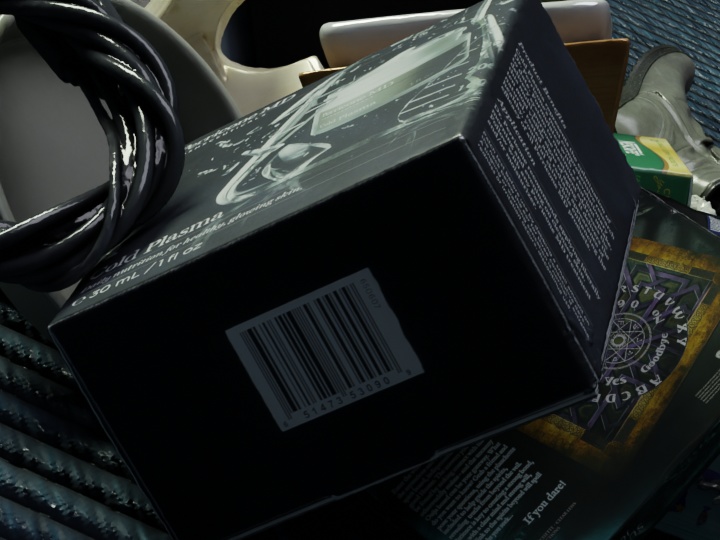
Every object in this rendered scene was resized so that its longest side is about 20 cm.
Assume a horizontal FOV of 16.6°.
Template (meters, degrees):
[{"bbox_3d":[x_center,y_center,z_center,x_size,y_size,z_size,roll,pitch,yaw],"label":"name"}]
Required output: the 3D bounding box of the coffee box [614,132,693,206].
[{"bbox_3d":[0.100,-0.064,1.528,0.199,0.044,0.123,8,13,-1],"label":"coffee box"}]

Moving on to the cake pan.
[{"bbox_3d":[-0.116,-0.037,1.167,0.200,0.037,0.201,31,46,-38],"label":"cake pan"}]

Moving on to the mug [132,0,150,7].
[{"bbox_3d":[-0.216,-0.216,1.520,0.153,0.150,0.186,26,12,33],"label":"mug"}]

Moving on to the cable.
[{"bbox_3d":[-0.164,-0.071,1.046,0.162,0.051,0.201,-13,54,-25],"label":"cable"}]

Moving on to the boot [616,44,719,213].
[{"bbox_3d":[0.242,-0.096,1.840,0.130,0.068,0.200,33,29,13],"label":"boot"}]

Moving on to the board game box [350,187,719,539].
[{"bbox_3d":[0.097,0.057,1.115,0.135,0.200,0.028,36,-17,32],"label":"board game box"}]

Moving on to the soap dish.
[{"bbox_3d":[0.059,-0.087,1.243,0.156,0.082,0.200,-5,3,6],"label":"soap dish"}]

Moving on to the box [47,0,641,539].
[{"bbox_3d":[0.001,-0.004,1.054,0.124,0.199,0.197,60,21,-15],"label":"box"}]

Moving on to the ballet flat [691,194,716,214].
[{"bbox_3d":[0.205,0.001,1.539,0.071,0.072,0.200,18,13,-12],"label":"ballet flat"}]

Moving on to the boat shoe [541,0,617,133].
[{"bbox_3d":[0.121,-0.126,1.614,0.075,0.201,0.068,-32,43,-23],"label":"boat shoe"}]

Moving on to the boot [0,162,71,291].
[{"bbox_3d":[-0.174,-0.061,1.275,0.175,0.066,0.200,35,18,13],"label":"boot"}]

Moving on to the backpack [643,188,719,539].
[{"bbox_3d":[0.190,0.053,1.244,0.199,0.151,0.178,12,26,0],"label":"backpack"}]

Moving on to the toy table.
[{"bbox_3d":[-0.088,-0.113,1.325,0.201,0.117,0.184,65,4,28],"label":"toy table"}]

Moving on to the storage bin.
[{"bbox_3d":[0.002,-0.166,1.552,0.199,0.147,0.134,-8,2,0],"label":"storage bin"}]
